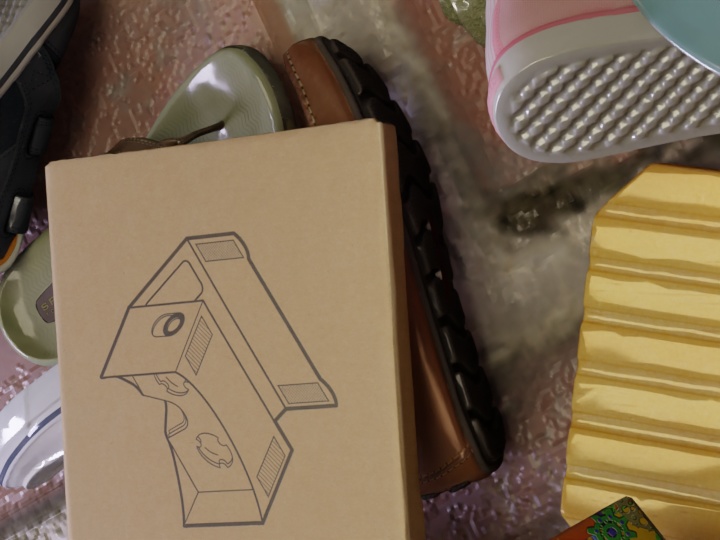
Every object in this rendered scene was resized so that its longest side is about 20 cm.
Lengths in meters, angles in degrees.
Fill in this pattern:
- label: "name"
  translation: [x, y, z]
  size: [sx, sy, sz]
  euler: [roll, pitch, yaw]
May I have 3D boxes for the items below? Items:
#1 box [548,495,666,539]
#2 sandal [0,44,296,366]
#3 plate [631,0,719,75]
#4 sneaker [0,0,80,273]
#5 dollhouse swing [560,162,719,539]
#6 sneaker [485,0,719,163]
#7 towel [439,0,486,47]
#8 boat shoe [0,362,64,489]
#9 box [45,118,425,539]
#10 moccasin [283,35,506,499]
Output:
- label: "box"
  translation: [0.031, 0.213, 0.748]
  size: [0.122, 0.192, 0.200]
  euler: [53, 146, 18]
- label: "sandal"
  translation: [-0.103, -0.020, 0.934]
  size: [0.201, 0.057, 0.080]
  euler: [-43, 72, 24]
- label: "plate"
  translation: [0.183, -0.141, 0.715]
  size: [0.199, 0.026, 0.201]
  euler: [-5, 56, 7]
- label: "sneaker"
  translation: [-0.187, -0.052, 0.975]
  size: [0.200, 0.079, 0.078]
  euler: [-50, 27, 4]
- label: "dollhouse swing"
  translation: [0.160, 0.055, 0.733]
  size: [0.175, 0.182, 0.201]
  euler: [7, 97, 9]
- label: "sneaker"
  translation: [0.141, -0.100, 0.764]
  size: [0.199, 0.105, 0.076]
  euler: [-6, 131, -2]
- label: "towel"
  translation: [0.064, -0.202, 0.811]
  size: [0.148, 0.036, 0.201]
  euler: [-22, 102, 26]
- label: "boat shoe"
  translation: [-0.102, 0.061, 0.921]
  size: [0.200, 0.073, 0.067]
  euler: [-40, 82, 38]
- label: "box"
  translation: [-0.054, 0.046, 0.840]
  size: [0.163, 0.021, 0.201]
  euler: [-5, 87, 25]
- label: "moccasin"
  translation: [0.000, 0.000, 0.872]
  size: [0.077, 0.074, 0.202]
  euler: [-16, 93, 17]
